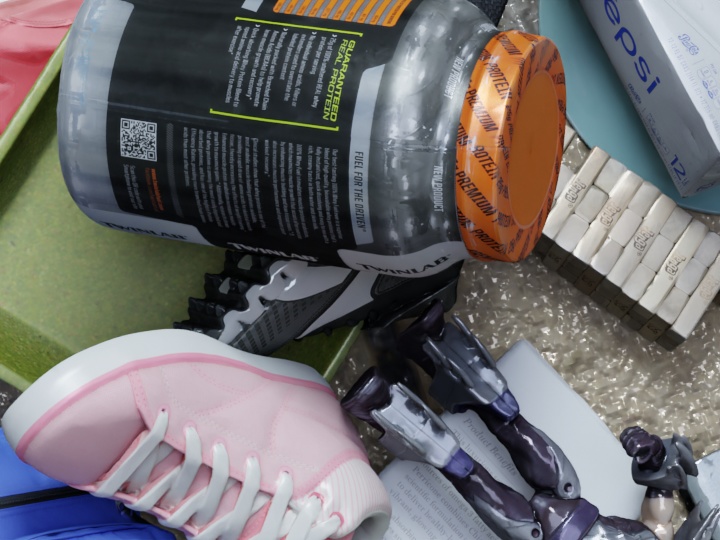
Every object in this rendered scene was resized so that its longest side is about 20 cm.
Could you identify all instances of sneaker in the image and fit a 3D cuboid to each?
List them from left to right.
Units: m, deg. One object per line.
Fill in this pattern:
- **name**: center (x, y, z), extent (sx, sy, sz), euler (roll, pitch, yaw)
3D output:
- **sneaker**: center (-0.137, -0.098, 1.265), extent (0.199, 0.078, 0.116), euler (-8, 98, -8)
- **sneaker**: center (-0.059, 0.089, 1.111), extent (0.075, 0.200, 0.105), euler (-46, 60, 24)
- **sneaker**: center (0.000, 0.000, 1.196), extent (0.200, 0.066, 0.091), euler (-44, 106, -12)

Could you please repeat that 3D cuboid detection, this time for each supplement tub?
- **supplement tub**: center (-0.020, -0.065, 1.107), extent (0.199, 0.123, 0.123), euler (10, 78, 20)

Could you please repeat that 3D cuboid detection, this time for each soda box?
- **soda box**: center (0.142, -0.142, 1.219), extent (0.063, 0.068, 0.201), euler (-24, 80, -15)

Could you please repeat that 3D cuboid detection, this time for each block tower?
- **block tower**: center (0.098, -0.036, 1.270), extent (0.200, 0.054, 0.058), euler (34, 79, 2)

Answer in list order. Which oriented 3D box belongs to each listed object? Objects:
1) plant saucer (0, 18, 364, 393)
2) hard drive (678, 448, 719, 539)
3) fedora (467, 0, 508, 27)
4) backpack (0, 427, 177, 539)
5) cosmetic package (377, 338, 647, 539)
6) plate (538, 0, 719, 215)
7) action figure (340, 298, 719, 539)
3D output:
- **plant saucer**: center (-0.090, -0.016, 1.223), extent (0.199, 0.048, 0.200), euler (34, 83, -19)
- **hard drive**: center (0.258, 0.159, 1.258), extent (0.139, 0.033, 0.201), euler (-25, 83, -9)
- **fedora**: center (0.002, -0.150, 1.174), extent (0.200, 0.201, 0.092), euler (15, 64, -2)
- **backpack**: center (-0.149, 0.167, 1.148), extent (0.162, 0.168, 0.201), euler (-3, 69, -46)
- **cosmetic package**: center (0.036, 0.139, 1.222), extent (0.200, 0.071, 0.101), euler (-42, 87, -11)
- **plate**: center (0.190, -0.128, 1.310), extent (0.199, 0.026, 0.201), euler (1, 80, -5)
- **action figure**: center (0.082, 0.107, 1.163), extent (0.200, 0.069, 0.130), euler (43, 69, -2)
